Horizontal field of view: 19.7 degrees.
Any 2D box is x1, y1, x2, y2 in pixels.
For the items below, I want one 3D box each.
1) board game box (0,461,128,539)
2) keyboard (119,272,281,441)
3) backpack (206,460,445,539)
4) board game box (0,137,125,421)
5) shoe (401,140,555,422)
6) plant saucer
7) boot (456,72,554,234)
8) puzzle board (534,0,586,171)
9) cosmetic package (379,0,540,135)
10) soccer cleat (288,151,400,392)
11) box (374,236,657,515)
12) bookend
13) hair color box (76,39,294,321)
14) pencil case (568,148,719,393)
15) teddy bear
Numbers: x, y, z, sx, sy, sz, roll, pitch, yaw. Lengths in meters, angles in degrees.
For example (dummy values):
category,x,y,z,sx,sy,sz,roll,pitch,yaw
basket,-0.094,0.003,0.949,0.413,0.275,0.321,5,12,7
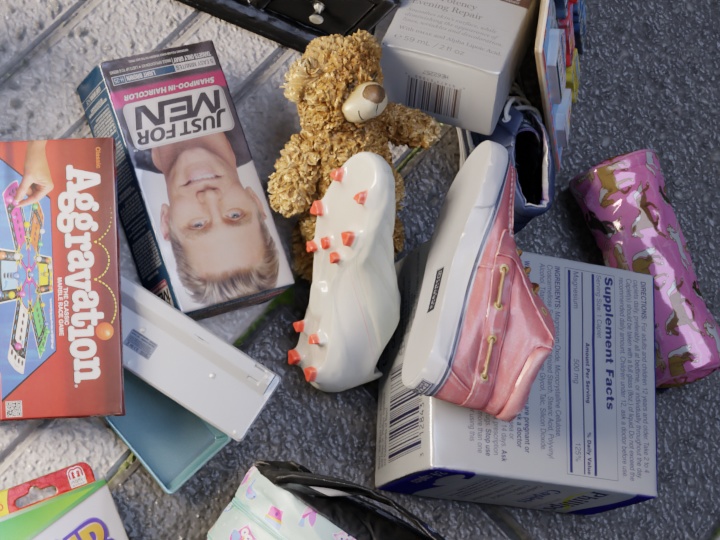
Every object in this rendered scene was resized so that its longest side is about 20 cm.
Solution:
category,x,y,z,sx,sy,sz,roll,pitch,yaw
board game box,-0.195,0.239,1.459,0.095,0.030,0.200,-19,81,-29
keyboard,-0.155,0.047,1.495,0.200,0.011,0.056,33,84,3
backpack,-0.013,0.221,1.478,0.200,0.167,0.127,31,80,-7
board game box,-0.223,0.006,1.483,0.103,0.019,0.201,-3,83,-3
shoe,0.099,0.009,1.530,0.091,0.071,0.201,22,71,-17
plant saucer,-0.183,0.069,1.521,0.070,0.019,0.200,-42,95,-29
boot,0.119,-0.127,1.684,0.073,0.090,0.201,0,75,-26
puzzle board,0.164,-0.191,1.675,0.017,0.200,0.151,4,66,12
cosmetic package,0.089,-0.206,1.660,0.101,0.074,0.200,16,49,8
soccer cleat,0.000,0.000,1.555,0.077,0.200,0.069,-4,32,-31
box,0.122,0.086,1.612,0.199,0.105,0.185,10,70,-22
bookend,-0.037,-0.258,1.588,0.200,0.199,0.092,21,64,-19
hair color box,-0.132,-0.065,1.562,0.100,0.061,0.201,-16,82,-28
pencil case,0.241,-0.003,1.709,0.083,0.087,0.201,-20,84,-17
teddy bear,-0.006,-0.079,1.578,0.145,0.067,0.201,3,113,-27
